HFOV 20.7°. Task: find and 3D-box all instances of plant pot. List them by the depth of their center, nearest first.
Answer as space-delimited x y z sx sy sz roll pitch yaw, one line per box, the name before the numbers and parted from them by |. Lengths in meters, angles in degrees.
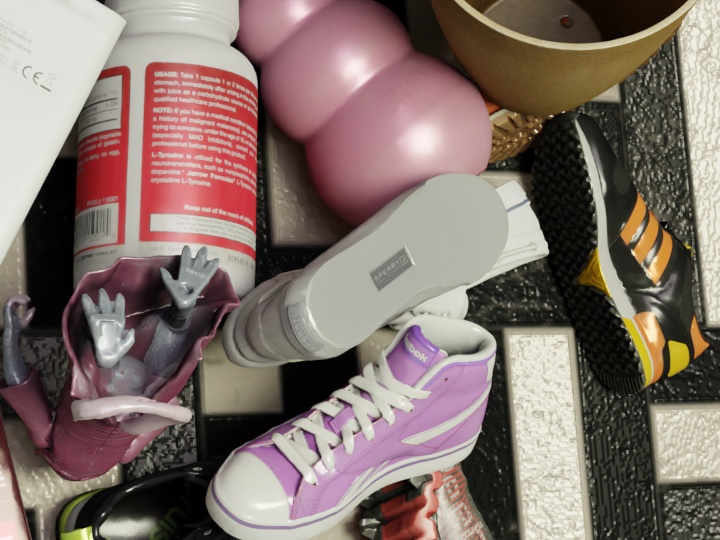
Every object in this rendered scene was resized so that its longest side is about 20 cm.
plant pot | 0.122 -0.179 1.237 0.186 0.200 0.187 0 70 0

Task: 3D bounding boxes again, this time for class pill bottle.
pill bottle | -0.120 -0.077 1.226 0.112 0.112 0.200 5 77 -22

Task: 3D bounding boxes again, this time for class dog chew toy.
dog chew toy | -0.007 -0.121 1.285 0.125 0.125 0.200 -39 88 -25

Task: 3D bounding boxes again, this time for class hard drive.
hard drive | -0.232 -0.089 1.101 0.132 0.026 0.200 30 70 -16

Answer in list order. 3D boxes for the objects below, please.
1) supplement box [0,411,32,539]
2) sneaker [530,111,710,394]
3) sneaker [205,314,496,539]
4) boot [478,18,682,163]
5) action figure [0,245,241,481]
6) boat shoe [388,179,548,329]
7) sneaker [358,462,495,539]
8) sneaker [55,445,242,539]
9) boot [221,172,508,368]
supplement box | -0.250 0.166 1.146 0.109 0.061 0.200 -11 84 -25
sneaker | 0.185 -0.020 1.371 0.090 0.070 0.200 -20 96 -30
sneaker | -0.003 0.083 1.172 0.200 0.114 0.073 -24 56 -35
boot | 0.122 -0.156 1.381 0.200 0.075 0.107 -38 77 -21
action figure | -0.138 0.076 1.143 0.134 0.200 0.149 7 50 -25
boat shoe | 0.046 0.008 1.301 0.200 0.074 0.065 -31 88 -25
sneaker | 0.052 0.178 1.272 0.098 0.071 0.201 12 63 -38
sneaker | -0.089 0.150 1.207 0.200 0.083 0.072 -15 85 -25
boot | 0.000 0.000 1.208 0.200 0.096 0.074 -28 99 -43
